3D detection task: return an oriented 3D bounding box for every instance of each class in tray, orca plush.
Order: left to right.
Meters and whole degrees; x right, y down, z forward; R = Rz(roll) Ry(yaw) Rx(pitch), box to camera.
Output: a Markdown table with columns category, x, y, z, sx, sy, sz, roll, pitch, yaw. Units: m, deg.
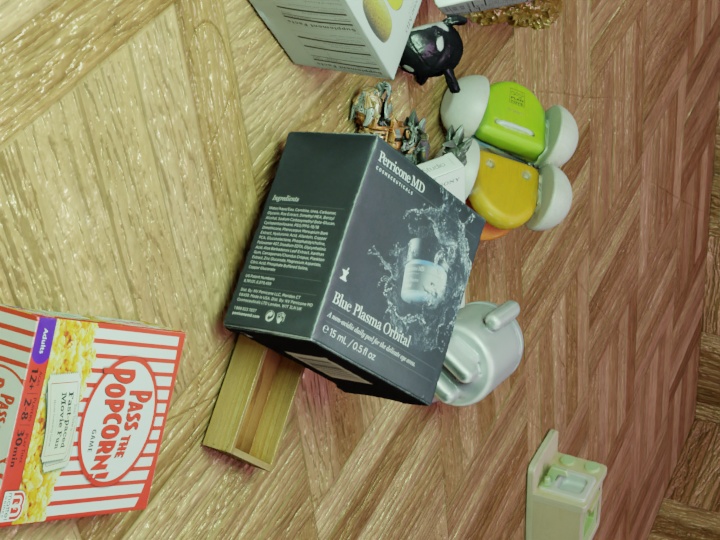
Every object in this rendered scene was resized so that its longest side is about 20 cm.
| category | x | y | z | sx | sy | sz | roll | pitch | yaw |
| --- | --- | --- | --- | --- | --- | --- | --- | --- | --- |
| tray | -0.090 | 0.089 | 1.288 | 0.099 | 0.037 | 0.201 | 43 | 63 | -63 |
| orca plush | 0.078 | -0.217 | 1.424 | 0.071 | 0.105 | 0.200 | 64 | -3 | 1 |

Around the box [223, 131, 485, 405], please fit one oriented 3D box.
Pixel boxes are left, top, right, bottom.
| category | x | y | z | sx | sy | sz | roll | pitch | yaw |
| --- | --- | --- | --- | --- | --- | --- | --- | --- | --- |
| box | 0.000 | 0.000 | 1.244 | 0.196 | 0.117 | 0.201 | 32 | 70 | -46 |

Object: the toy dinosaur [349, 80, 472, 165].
| category | x | y | z | sx | sy | sz | roll | pitch | yaw |
| --- | --- | --- | --- | --- | --- | --- | --- | --- | --- |
| toy dinosaur | 0.036 | -0.114 | 1.432 | 0.135 | 0.102 | 0.201 | -30 | 147 | -31 |

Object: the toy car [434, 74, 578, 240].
| category | x | y | z | sx | sy | sz | roll | pitch | yaw |
| --- | --- | --- | --- | --- | --- | --- | --- | --- | --- |
| toy car | 0.165 | -0.132 | 1.621 | 0.150 | 0.174 | 0.202 | 139 | -36 | -62 |

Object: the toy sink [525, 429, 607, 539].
| category | x | y | z | sx | sy | sz | roll | pitch | yaw |
| --- | --- | --- | --- | --- | --- | --- | --- | --- | --- |
| toy sink | 0.374 | 0.411 | 2.367 | 0.130 | 0.111 | 0.201 | -46 | 141 | -50 |

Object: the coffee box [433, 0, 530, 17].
| category | x | y | z | sx | sy | sz | roll | pitch | yaw |
| --- | --- | --- | --- | --- | --- | --- | --- | --- | --- |
| coffee box | 0.154 | -0.372 | 1.297 | 0.200 | 0.196 | 0.201 | -51 | 130 | -79 |

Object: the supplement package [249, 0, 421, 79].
| category | x | y | z | sx | sy | sz | roll | pitch | yaw |
| --- | --- | --- | --- | --- | --- | --- | --- | --- | --- |
| supplement package | -0.030 | -0.271 | 1.157 | 0.115 | 0.109 | 0.200 | -71 | 155 | -14 |

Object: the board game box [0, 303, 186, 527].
| category | x | y | z | sx | sy | sz | roll | pitch | yaw |
| --- | --- | --- | --- | --- | --- | --- | --- | --- | --- |
| board game box | -0.218 | 0.110 | 1.001 | 0.200 | 0.046 | 0.153 | 12 | 90 | -66 |

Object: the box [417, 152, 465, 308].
| category | x | y | z | sx | sy | sz | roll | pitch | yaw |
| --- | --- | --- | --- | --- | --- | --- | --- | --- | --- |
| box | 0.047 | -0.019 | 1.429 | 0.143 | 0.036 | 0.201 | -21 | 132 | -18 |

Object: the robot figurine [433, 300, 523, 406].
| category | x | y | z | sx | sy | sz | roll | pitch | yaw |
| --- | --- | --- | --- | --- | --- | --- | --- | --- | --- |
| robot figurine | 0.145 | 0.106 | 1.717 | 0.170 | 0.113 | 0.200 | -47 | 170 | 28 |

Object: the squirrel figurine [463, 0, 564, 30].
| category | x | y | z | sx | sy | sz | roll | pitch | yaw |
| --- | --- | --- | --- | --- | --- | --- | --- | --- | --- |
| squirrel figurine | 0.184 | -0.387 | 1.549 | 0.186 | 0.141 | 0.202 | 17 | 84 | -59 |
